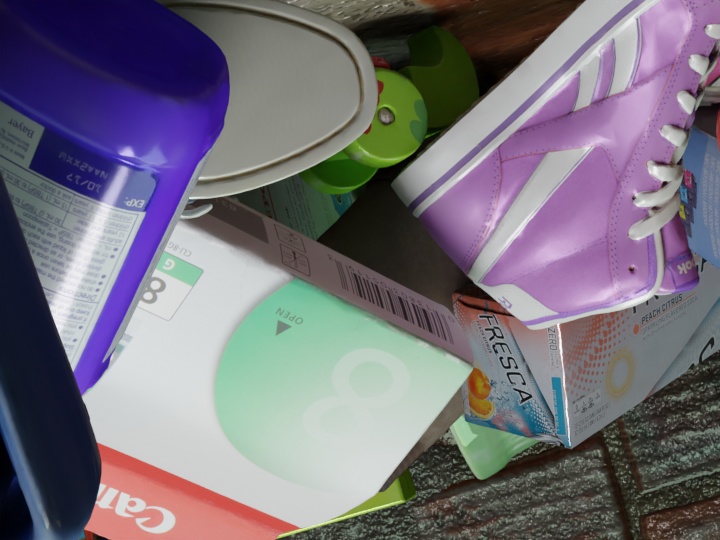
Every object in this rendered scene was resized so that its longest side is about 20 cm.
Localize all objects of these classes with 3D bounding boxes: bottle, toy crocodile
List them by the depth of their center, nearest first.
[{"bbox_3d":[-0.112,0.003,0.604,0.200,0.083,0.065,-62,179,30],"label":"bottle"},{"bbox_3d":[-0.041,-0.062,0.790,0.199,0.062,0.067,-9,173,-22],"label":"toy crocodile"}]

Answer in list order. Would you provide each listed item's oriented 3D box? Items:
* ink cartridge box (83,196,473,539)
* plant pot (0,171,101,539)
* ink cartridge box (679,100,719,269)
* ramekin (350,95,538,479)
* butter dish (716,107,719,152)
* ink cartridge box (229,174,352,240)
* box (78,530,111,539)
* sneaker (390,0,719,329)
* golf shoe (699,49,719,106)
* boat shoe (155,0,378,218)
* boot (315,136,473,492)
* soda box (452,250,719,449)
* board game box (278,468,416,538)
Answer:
[{"bbox_3d":[-0.076,0.068,0.777,0.161,0.050,0.200,26,112,-25],"label":"ink cartridge box"},{"bbox_3d":[-0.189,0.025,0.493,0.179,0.201,0.200,-19,177,-38],"label":"plant pot"},{"bbox_3d":[0.215,-0.051,0.866,0.136,0.077,0.200,-25,-144,-19],"label":"ink cartridge box"},{"bbox_3d":[0.069,0.002,1.044,0.097,0.201,0.200,-23,174,3],"label":"ramekin"},{"bbox_3d":[0.198,-0.063,0.688,0.147,0.201,0.199,-18,174,31],"label":"butter dish"},{"bbox_3d":[-0.058,-0.005,0.982,0.068,0.116,0.200,-17,174,17],"label":"ink cartridge box"},{"bbox_3d":[-0.143,0.059,0.923,0.039,0.201,0.137,-16,175,-21],"label":"box"},{"bbox_3d":[0.118,-0.057,0.765,0.200,0.114,0.073,-44,174,28],"label":"sneaker"},{"bbox_3d":[0.196,-0.127,0.831,0.199,0.073,0.092,-6,134,12],"label":"golf shoe"},{"bbox_3d":[-0.093,-0.046,0.665,0.199,0.075,0.062,-15,173,-2],"label":"boat shoe"},{"bbox_3d":[0.000,0.000,0.870,0.070,0.147,0.200,11,152,39],"label":"boot"},{"bbox_3d":[0.130,0.013,0.923,0.063,0.069,0.200,11,-153,41],"label":"soda box"},{"bbox_3d":[-0.045,0.052,1.140,0.101,0.201,0.048,-17,174,8],"label":"board game box"}]
